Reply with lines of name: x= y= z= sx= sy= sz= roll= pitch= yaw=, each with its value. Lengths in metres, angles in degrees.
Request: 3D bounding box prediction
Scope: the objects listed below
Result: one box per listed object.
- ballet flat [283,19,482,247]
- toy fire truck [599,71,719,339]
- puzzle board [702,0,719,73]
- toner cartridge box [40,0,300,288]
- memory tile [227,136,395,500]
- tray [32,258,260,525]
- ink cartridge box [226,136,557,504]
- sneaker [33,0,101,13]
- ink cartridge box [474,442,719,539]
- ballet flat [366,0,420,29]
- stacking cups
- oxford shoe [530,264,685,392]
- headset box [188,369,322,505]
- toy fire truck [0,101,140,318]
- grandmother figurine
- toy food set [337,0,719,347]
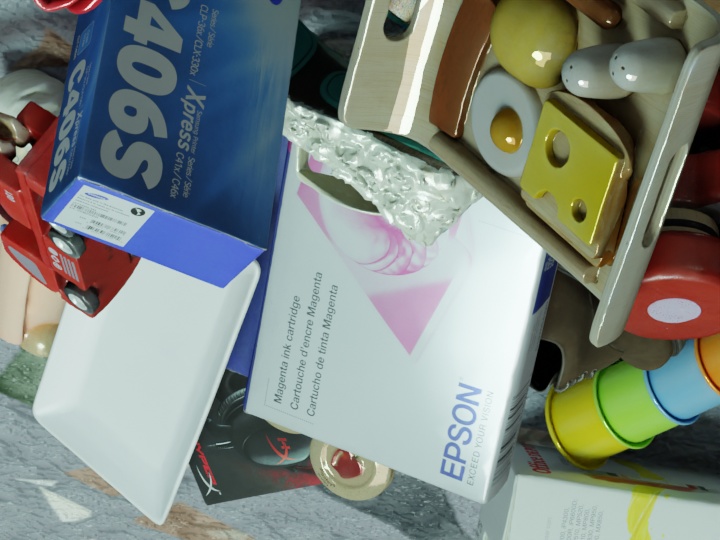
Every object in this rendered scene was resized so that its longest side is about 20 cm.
ballet flat: x=-0.030 y=-0.077 z=1.238 sx=0.199 sy=0.072 sz=0.072 roll=34 pitch=151 yaw=12
toy fire truck: x=0.202 y=-0.020 z=1.155 sx=0.199 sy=0.113 sz=0.168 roll=-17 pitch=146 yaw=34
puzzle board: x=0.164 y=-0.081 z=1.182 sx=0.199 sy=0.017 sz=0.151 roll=17 pitch=146 yaw=-18
toner cartridge box: x=-0.081 y=-0.100 z=1.160 sx=0.095 sy=0.201 sz=0.043 roll=22 pitch=145 yaw=-24
memory tile: x=-0.025 y=0.019 z=1.369 sx=0.200 sy=0.017 sz=0.153 roll=47 pitch=123 yaw=1
tray: x=-0.115 y=0.037 z=1.383 sx=0.107 sy=0.022 sz=0.201 roll=37 pitch=130 yaw=18
ink cartridge box: x=0.000 y=0.000 z=1.316 sx=0.199 sy=0.043 sz=0.197 roll=18 pitch=119 yaw=15
sneaker: x=-0.163 y=-0.158 z=1.162 sx=0.078 sy=0.116 sz=0.200 roll=21 pitch=146 yaw=-23
ink cartridge box: x=0.179 y=0.169 z=1.604 sx=0.199 sy=0.084 sz=0.145 roll=9 pitch=-176 yaw=-3
ballet flat: x=-0.001 y=-0.175 z=1.157 sx=0.067 sy=0.068 sz=0.200 roll=-33 pitch=134 yaw=27
stacking cups: x=0.203 y=0.061 z=1.512 sx=0.060 sy=0.061 sz=0.199 roll=31 pitch=139 yaw=-34
oxford shoe: x=0.117 y=0.029 z=1.420 sx=0.072 sy=0.085 sz=0.200 roll=25 pitch=179 yaw=37
headset box: x=-0.018 y=0.038 z=1.430 sx=0.199 sy=0.075 sz=0.149 roll=-12 pitch=108 yaw=29
toy fire truck: x=-0.182 y=-0.064 z=1.274 sx=0.141 sy=0.049 sz=0.200 roll=33 pitch=160 yaw=15
grandmother figurine: x=-0.181 y=-0.034 z=1.406 sx=0.121 sy=0.061 sz=0.201 roll=22 pitch=142 yaw=11
toy food set: x=0.067 y=-0.079 z=1.097 sx=0.060 sy=0.200 sz=0.144 roll=-6 pitch=126 yaw=-35
